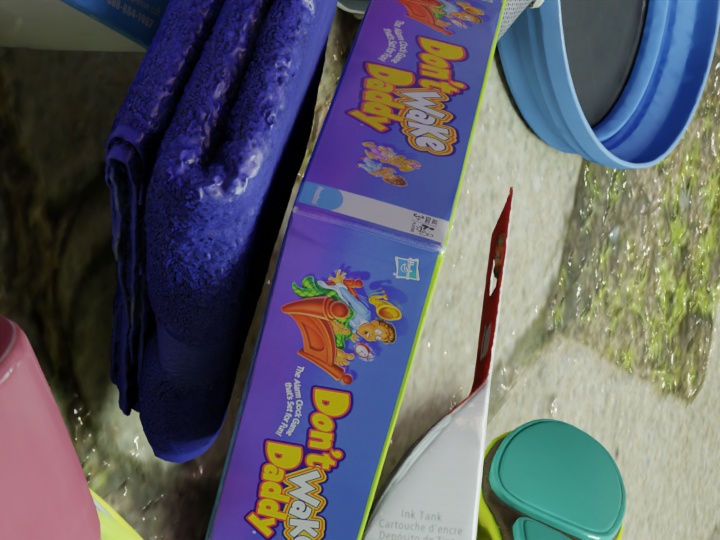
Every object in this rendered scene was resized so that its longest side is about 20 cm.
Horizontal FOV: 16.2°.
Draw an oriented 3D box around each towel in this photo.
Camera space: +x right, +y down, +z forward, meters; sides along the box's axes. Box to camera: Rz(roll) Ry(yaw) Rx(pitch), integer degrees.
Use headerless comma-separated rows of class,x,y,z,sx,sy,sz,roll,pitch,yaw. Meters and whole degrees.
towel,-0.045,-0.041,0.798,0.200,0.049,0.148,105,0,-63

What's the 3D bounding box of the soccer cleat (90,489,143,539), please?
soccer cleat,-0.111,0.067,0.744,0.065,0.084,0.200,-34,133,-5

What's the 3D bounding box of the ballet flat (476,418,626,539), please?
ballet flat,0.065,0.119,0.990,0.067,0.067,0.200,-61,-176,17

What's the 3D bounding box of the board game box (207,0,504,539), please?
board game box,0.000,0.000,0.824,0.200,0.045,0.135,-73,179,-61

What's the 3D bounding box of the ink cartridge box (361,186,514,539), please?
ink cartridge box,0.022,0.076,0.948,0.163,0.057,0.201,92,1,-85

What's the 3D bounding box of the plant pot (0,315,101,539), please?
plant pot,-0.175,0.014,0.523,0.200,0.199,0.180,-36,110,-54

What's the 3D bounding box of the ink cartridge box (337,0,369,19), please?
ink cartridge box,-0.022,-0.213,0.903,0.200,0.043,0.199,24,73,-58

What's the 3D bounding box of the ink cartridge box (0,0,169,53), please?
ink cartridge box,-0.096,-0.177,0.746,0.116,0.068,0.201,27,71,-59

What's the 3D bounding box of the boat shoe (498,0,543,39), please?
boat shoe,0.076,-0.138,1.017,0.075,0.092,0.201,126,-21,-71

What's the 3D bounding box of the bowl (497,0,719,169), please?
bowl,0.115,-0.147,1.161,0.200,0.039,0.202,-12,104,-60
